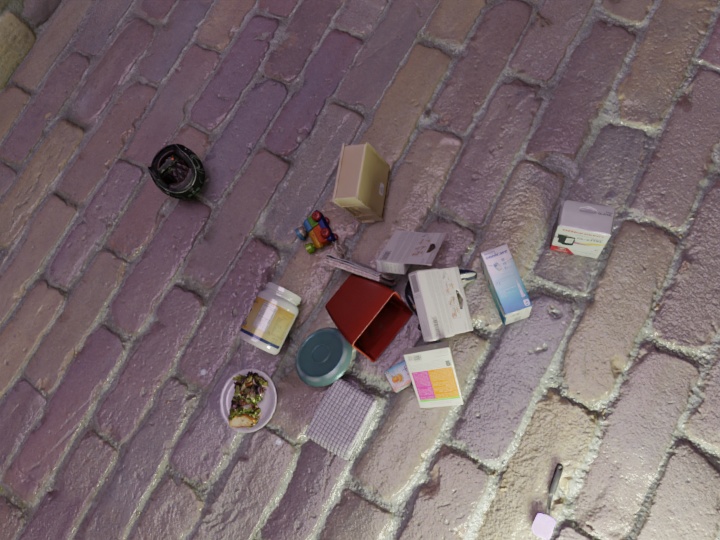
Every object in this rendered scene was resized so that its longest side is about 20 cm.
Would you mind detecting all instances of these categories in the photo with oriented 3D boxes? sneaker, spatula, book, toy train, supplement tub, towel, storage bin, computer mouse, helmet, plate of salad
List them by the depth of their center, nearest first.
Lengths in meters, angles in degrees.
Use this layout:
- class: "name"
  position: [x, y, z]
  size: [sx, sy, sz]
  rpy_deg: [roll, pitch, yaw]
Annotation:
- class: "spatula"
  position: [0.517, 0.625, 1.490]
  size: [0.056, 0.021, 0.202]
  rpy_deg: [20, 76, 5]
- class: "book"
  position: [0.211, 0.305, 1.580]
  size: [0.132, 0.201, 0.048]
  rpy_deg: [-12, 27, 12]
- class: "towel"
  position: [-0.052, 0.446, 1.647]
  size: [0.165, 0.086, 0.201]
  rpy_deg: [22, 74, 26]
- class: "computer mouse"
  position: [0.166, 0.111, 1.669]
  size: [0.046, 0.140, 0.202]
  rpy_deg: [-25, 69, 13]
- class: "sneaker"
  position: [0.272, 0.054, 1.701]
  size: [0.198, 0.077, 0.086]
  rpy_deg: [-18, 103, -8]
- class: "towel"
  position: [0.000, 0.000, 1.713]
  size: [0.198, 0.191, 0.033]
  rpy_deg: [20, 89, 18]
- class: "plate of salad"
  position: [-0.365, 0.414, 1.749]
  size: [0.198, 0.048, 0.202]
  rpy_deg: [-4, 72, 13]
- class: "supplement tub"
  position: [-0.287, 0.153, 1.758]
  size: [0.143, 0.144, 0.201]
  rpy_deg: [22, 79, 18]
- class: "storage bin"
  position: [0.012, -0.284, 1.797]
  size: [0.093, 0.198, 0.202]
  rpy_deg: [0, 72, 30]
- class: "toy train"
  position: [-0.136, -0.092, 1.836]
  size: [0.115, 0.085, 0.201]
  rpy_deg: [-33, 69, 13]
- class: "helmet"
  position: [-0.661, -0.358, 1.979]
  size: [0.198, 0.191, 0.202]
  rpy_deg: [-2, 99, -11]

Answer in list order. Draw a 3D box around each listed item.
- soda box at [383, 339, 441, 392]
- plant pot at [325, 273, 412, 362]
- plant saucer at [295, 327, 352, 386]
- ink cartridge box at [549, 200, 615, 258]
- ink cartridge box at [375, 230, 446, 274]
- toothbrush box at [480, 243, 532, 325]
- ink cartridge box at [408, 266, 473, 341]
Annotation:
- class: "soda box"
  position: [0.173, 0.290, 1.651]
  size: [0.199, 0.064, 0.069]
  rpy_deg: [-30, 69, 2]
- class: "plant pot"
  position: [0.013, 0.129, 1.680]
  size: [0.176, 0.200, 0.200]
  rpy_deg: [37, 84, 31]
- class: "plant saucer"
  position: [-0.121, 0.264, 1.714]
  size: [0.198, 0.027, 0.202]
  rpy_deg: [-13, 54, 19]
- class: "ink cartridge box"
  position: [0.640, -0.117, 1.592]
  size: [0.144, 0.200, 0.084]
  rpy_deg: [12, 76, 17]
- class: "ink cartridge box"
  position: [0.162, -0.057, 1.698]
  size: [0.175, 0.045, 0.200]
  rpy_deg: [6, 34, 22]
- class: "toothbrush box"
  position: [0.429, 0.043, 1.622]
  size: [0.085, 0.146, 0.202]
  rpy_deg: [-19, 71, 7]
- class: "ink cartridge box"
  position: [0.237, 0.095, 1.604]
  size: [0.045, 0.175, 0.202]
  rpy_deg: [-22, 78, 49]
